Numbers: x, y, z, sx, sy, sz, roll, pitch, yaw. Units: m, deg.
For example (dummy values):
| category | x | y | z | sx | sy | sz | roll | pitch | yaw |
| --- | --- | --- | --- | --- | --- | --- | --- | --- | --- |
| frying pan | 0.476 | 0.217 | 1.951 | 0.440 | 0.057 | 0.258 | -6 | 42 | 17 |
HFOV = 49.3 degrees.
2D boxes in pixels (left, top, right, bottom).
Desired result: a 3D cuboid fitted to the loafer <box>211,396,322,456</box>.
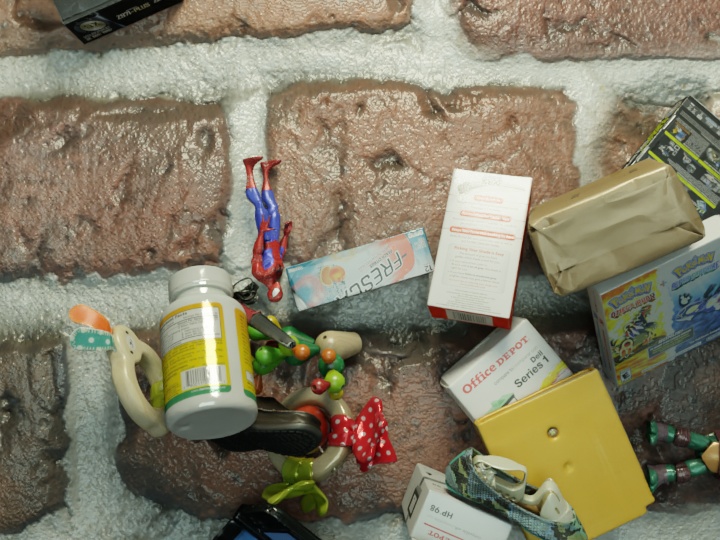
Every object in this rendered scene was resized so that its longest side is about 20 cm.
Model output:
| category | x | y | z | sx | sy | sz | roll | pitch | yaw |
| --- | --- | --- | --- | --- | --- | --- | --- | --- | --- |
| loafer | -0.126 | 0.195 | 1.032 | 0.073 | 0.199 | 0.072 | 46 | 51 | -36 |

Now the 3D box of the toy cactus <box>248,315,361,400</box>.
| category | x | y | z | sx | sy | sz | roll | pitch | yaw |
| --- | --- | --- | --- | --- | --- | --- | --- | --- | --- |
| toy cactus | -0.067 | 0.118 | 1.050 | 0.164 | 0.199 | 0.103 | -6 | 101 | -41 |

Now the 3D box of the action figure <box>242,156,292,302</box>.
| category | x | y | z | sx | sy | sz | roll | pitch | yaw |
| --- | --- | --- | --- | --- | --- | --- | --- | --- | --- |
| action figure | -0.127 | -0.056 | 1.090 | 0.051 | 0.065 | 0.201 | -5 | 88 | 28 |

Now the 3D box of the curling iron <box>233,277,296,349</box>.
| category | x | y | z | sx | sy | sz | roll | pitch | yaw |
| --- | --- | --- | --- | --- | --- | --- | --- | --- | --- |
| curling iron | -0.132 | 0.056 | 1.030 | 0.050 | 0.200 | 0.026 | -43 | 123 | -7 |

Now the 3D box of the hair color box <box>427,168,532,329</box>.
| category | x | y | z | sx | sy | sz | roll | pitch | yaw |
| --- | --- | --- | --- | --- | --- | --- | --- | --- | --- |
| hair color box | 0.164 | -0.030 | 1.062 | 0.110 | 0.064 | 0.201 | 9 | 74 | 14 |

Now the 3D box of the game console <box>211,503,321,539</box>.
| category | x | y | z | sx | sy | sz | roll | pitch | yaw |
| --- | --- | --- | --- | --- | --- | --- | --- | --- | --- |
| game console | -0.102 | 0.412 | 1.031 | 0.200 | 0.176 | 0.117 | 41 | 59 | -12 |

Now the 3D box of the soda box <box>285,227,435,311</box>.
| category | x | y | z | sx | sy | sz | roll | pitch | yaw |
| --- | --- | --- | --- | --- | --- | --- | --- | --- | --- |
| soda box | 0.000 | 0.000 | 1.086 | 0.199 | 0.068 | 0.064 | -17 | 88 | -3 |

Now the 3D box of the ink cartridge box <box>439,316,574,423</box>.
| category | x | y | z | sx | sy | sz | roll | pitch | yaw |
| --- | --- | --- | --- | --- | --- | --- | --- | --- | --- |
| ink cartridge box | 0.228 | 0.184 | 1.077 | 0.145 | 0.084 | 0.200 | -40 | 90 | -2 |

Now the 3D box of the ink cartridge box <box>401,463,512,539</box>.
| category | x | y | z | sx | sy | sz | roll | pitch | yaw |
| --- | --- | --- | --- | --- | --- | --- | --- | --- | --- |
| ink cartridge box | 0.123 | 0.320 | 1.011 | 0.115 | 0.200 | 0.067 | 23 | 88 | -1 |

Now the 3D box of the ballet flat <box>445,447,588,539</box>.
| category | x | y | z | sx | sy | sz | roll | pitch | yaw |
| --- | --- | --- | --- | --- | --- | --- | --- | --- | --- |
| ballet flat | 0.202 | 0.277 | 0.964 | 0.199 | 0.074 | 0.075 | 24 | 87 | -4 |

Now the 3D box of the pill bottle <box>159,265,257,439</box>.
| category | x | y | z | sx | sy | sz | roll | pitch | yaw |
| --- | --- | --- | --- | --- | --- | --- | --- | --- | --- |
| pill bottle | -0.195 | 0.099 | 0.987 | 0.112 | 0.113 | 0.201 | -12 | 60 | -2 |

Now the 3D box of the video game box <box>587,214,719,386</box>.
| category | x | y | z | sx | sy | sz | roll | pitch | yaw |
| --- | --- | --- | --- | --- | --- | --- | --- | --- | --- |
| video game box | 0.412 | 0.044 | 1.059 | 0.199 | 0.047 | 0.183 | -26 | 124 | -2 |

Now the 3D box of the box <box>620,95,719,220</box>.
| category | x | y | z | sx | sy | sz | roll | pitch | yaw |
| --- | --- | --- | --- | --- | --- | --- | --- | --- | --- |
| box | 0.486 | -0.123 | 1.116 | 0.200 | 0.044 | 0.160 | 40 | 88 | 1 |

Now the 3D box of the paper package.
| category | x | y | z | sx | sy | sz | roll | pitch | yaw |
| --- | --- | --- | --- | --- | --- | --- | --- | --- | --- |
| paper package | 0.320 | -0.060 | 1.010 | 0.190 | 0.200 | 0.104 | -23 | 93 | 15 |

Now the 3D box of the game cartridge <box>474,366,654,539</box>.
| category | x | y | z | sx | sy | sz | roll | pitch | yaw |
| --- | --- | --- | --- | --- | --- | --- | --- | --- | --- |
| game cartridge | 0.266 | 0.252 | 1.021 | 0.175 | 0.032 | 0.201 | -24 | 93 | -1 |

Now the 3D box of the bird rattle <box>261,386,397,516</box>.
| category | x | y | z | sx | sy | sz | roll | pitch | yaw |
| --- | --- | --- | --- | --- | --- | --- | --- | --- | --- |
| bird rattle | -0.057 | 0.228 | 1.053 | 0.200 | 0.113 | 0.163 | -46 | 58 | 7 |

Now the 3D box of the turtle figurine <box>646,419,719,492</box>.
| category | x | y | z | sx | sy | sz | roll | pitch | yaw |
| --- | --- | --- | --- | --- | --- | --- | --- | --- | --- |
| turtle figurine | 0.498 | 0.258 | 1.074 | 0.199 | 0.101 | 0.151 | -1 | 73 | 14 |

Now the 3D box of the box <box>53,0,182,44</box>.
| category | x | y | z | sx | sy | sz | roll | pitch | yaw |
| --- | --- | --- | --- | --- | --- | --- | --- | --- | --- |
| box | -0.364 | -0.449 | 1.090 | 0.163 | 0.086 | 0.201 | -23 | 88 | -2 |

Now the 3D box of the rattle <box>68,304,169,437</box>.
| category | x | y | z | sx | sy | sz | roll | pitch | yaw |
| --- | --- | --- | --- | --- | --- | --- | --- | --- | --- |
| rattle | -0.266 | 0.110 | 1.023 | 0.142 | 0.130 | 0.201 | -16 | 112 | 22 |
